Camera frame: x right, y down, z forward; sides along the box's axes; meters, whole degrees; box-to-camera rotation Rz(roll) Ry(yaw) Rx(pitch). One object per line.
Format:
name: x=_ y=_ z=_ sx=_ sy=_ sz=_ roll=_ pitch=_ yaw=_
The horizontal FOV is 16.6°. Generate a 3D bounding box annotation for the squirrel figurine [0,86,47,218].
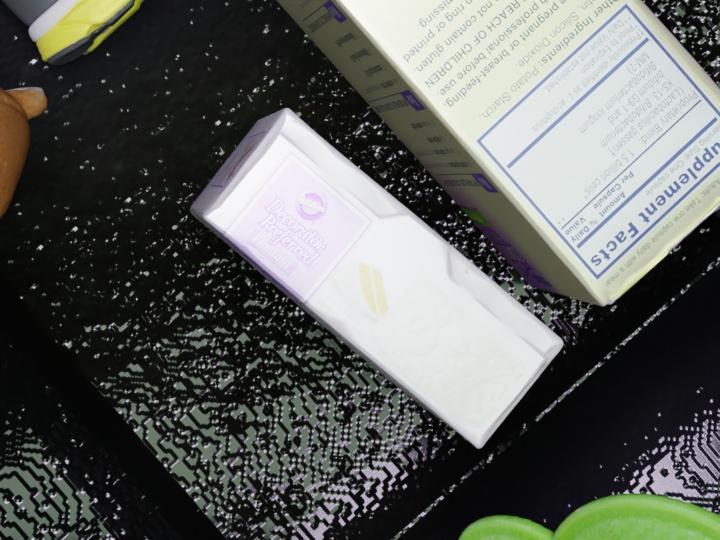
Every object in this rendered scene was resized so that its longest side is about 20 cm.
squirrel figurine: x=-0.221 y=-0.046 z=1.024 sx=0.186 sy=0.200 sz=0.142 roll=8 pitch=59 yaw=10

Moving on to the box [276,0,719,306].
box: x=0.059 y=-0.093 z=1.069 sx=0.097 sy=0.176 sz=0.200 roll=-42 pitch=95 yaw=-3

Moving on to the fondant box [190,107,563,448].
fondant box: x=0.000 y=0.000 z=1.053 sx=0.144 sy=0.200 sz=0.058 roll=40 pitch=87 yaw=-5

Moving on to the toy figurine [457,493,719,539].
toy figurine: x=0.075 y=0.201 z=1.043 sx=0.184 sy=0.199 sz=0.151 roll=-42 pitch=133 yaw=-40

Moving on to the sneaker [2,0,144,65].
sneaker: x=-0.091 y=-0.185 z=1.100 sx=0.085 sy=0.074 sz=0.200 roll=44 pitch=87 yaw=-5
